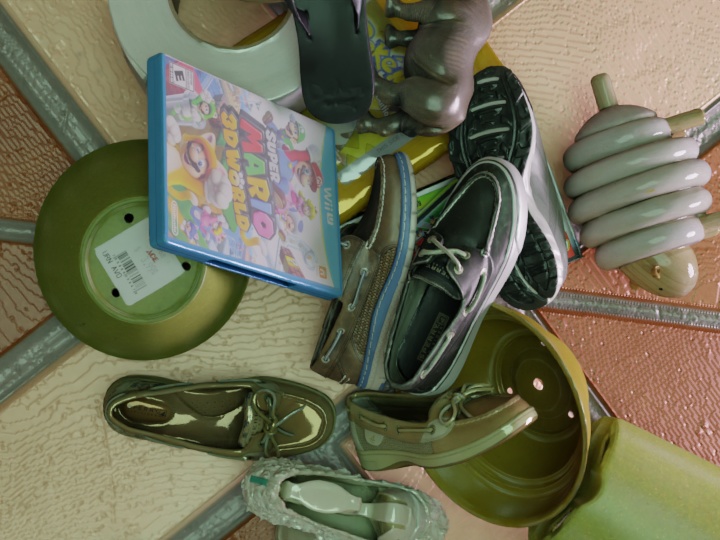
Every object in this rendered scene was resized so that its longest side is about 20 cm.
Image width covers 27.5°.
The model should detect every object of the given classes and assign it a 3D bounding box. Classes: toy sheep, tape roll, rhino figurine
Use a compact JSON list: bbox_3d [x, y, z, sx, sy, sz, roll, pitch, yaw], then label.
[{"bbox_3d":[0.237,-0.072,1.249,0.137,0.138,0.201,-17,81,-7],"label":"toy sheep"},{"bbox_3d":[-0.103,-0.218,1.192,0.201,0.071,0.204,0,80,-2],"label":"tape roll"},{"bbox_3d":[0.062,-0.195,1.202,0.087,0.060,0.201,13,68,9],"label":"rhino figurine"}]

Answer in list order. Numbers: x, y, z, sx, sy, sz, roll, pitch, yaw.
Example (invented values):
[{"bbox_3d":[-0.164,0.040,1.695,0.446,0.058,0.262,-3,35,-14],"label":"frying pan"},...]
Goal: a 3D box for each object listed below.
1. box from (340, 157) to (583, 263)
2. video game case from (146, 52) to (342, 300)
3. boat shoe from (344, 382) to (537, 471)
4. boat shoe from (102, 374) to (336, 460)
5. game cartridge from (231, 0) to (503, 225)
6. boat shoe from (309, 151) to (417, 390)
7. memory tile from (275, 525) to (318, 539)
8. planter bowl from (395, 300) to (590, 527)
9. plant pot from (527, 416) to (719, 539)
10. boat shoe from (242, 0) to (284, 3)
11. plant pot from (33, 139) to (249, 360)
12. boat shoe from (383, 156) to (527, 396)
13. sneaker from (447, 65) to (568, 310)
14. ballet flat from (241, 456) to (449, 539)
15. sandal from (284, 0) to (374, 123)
[{"bbox_3d":[0.081,-0.025,1.272,0.199,0.035,0.111,-23,96,-6],"label":"box"},{"bbox_3d":[-0.083,-0.066,1.103,0.018,0.200,0.144,-16,69,34],"label":"video game case"},{"bbox_3d":[0.060,0.120,1.205,0.073,0.200,0.063,-27,96,-36],"label":"boat shoe"},{"bbox_3d":[-0.117,0.127,1.238,0.199,0.063,0.074,2,92,-9],"label":"boat shoe"},{"bbox_3d":[0.008,-0.161,1.240,0.200,0.032,0.177,-35,86,-5],"label":"game cartridge"},{"bbox_3d":[0.000,0.000,1.198,0.072,0.072,0.201,7,101,-9],"label":"boat shoe"},{"bbox_3d":[0.001,0.301,1.265,0.199,0.017,0.154,23,69,-8],"label":"memory tile"},{"bbox_3d":[0.130,0.107,1.241,0.083,0.200,0.202,-23,98,-44],"label":"planter bowl"},{"bbox_3d":[0.249,0.224,1.233,0.184,0.200,0.201,33,88,-5],"label":"plant pot"},{"bbox_3d":[-0.017,-0.266,1.136,0.199,0.065,0.072,-24,106,13],"label":"boat shoe"},{"bbox_3d":[-0.170,-0.011,1.153,0.186,0.200,0.188,-1,94,-8],"label":"plant pot"},{"bbox_3d":[0.074,0.004,1.158,0.070,0.064,0.201,20,92,27],"label":"boat shoe"},{"bbox_3d":[0.126,-0.069,1.218,0.074,0.079,0.201,-11,93,24],"label":"sneaker"},{"bbox_3d":[-0.003,0.203,1.234,0.199,0.072,0.072,16,91,-23],"label":"ballet flat"},{"bbox_3d":[-0.027,-0.207,1.100,0.076,0.043,0.201,-12,108,9],"label":"sandal"}]
